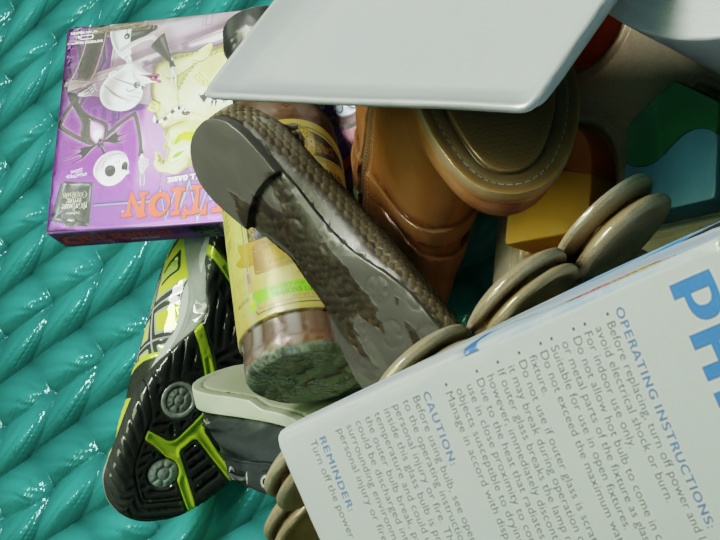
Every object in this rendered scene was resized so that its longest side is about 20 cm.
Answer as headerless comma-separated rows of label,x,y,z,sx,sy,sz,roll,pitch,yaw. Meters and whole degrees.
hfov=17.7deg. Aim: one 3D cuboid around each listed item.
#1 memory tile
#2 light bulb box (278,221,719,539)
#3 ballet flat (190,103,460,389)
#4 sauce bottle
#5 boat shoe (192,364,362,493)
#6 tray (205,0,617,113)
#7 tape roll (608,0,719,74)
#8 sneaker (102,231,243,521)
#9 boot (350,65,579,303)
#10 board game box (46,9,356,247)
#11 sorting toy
memory tile,0.040,0.047,0.927,0.017,0.200,0.153,48,162,18
light bulb box,0.119,0.053,0.769,0.200,0.198,0.125,-27,87,42
ballet flat,0.000,0.000,1.047,0.200,0.046,0.067,48,132,14
sauce bottle,-0.039,-0.037,1.127,0.065,0.065,0.201,-39,51,42
boat shoe,-0.011,0.095,1.114,0.199,0.074,0.066,10,113,47
tray,0.029,-0.101,0.947,0.200,0.022,0.108,7,53,49
tape roll,0.171,-0.177,0.914,0.200,0.066,0.201,-17,64,41
sneaker,-0.084,0.041,1.248,0.076,0.075,0.201,14,78,65
boot,0.040,-0.042,1.033,0.200,0.073,0.155,-102,19,-53
board game box,-0.066,-0.077,1.205,0.199,0.032,0.121,-4,75,21
sorting toy,0.120,-0.084,1.013,0.200,0.036,0.186,-16,65,54
